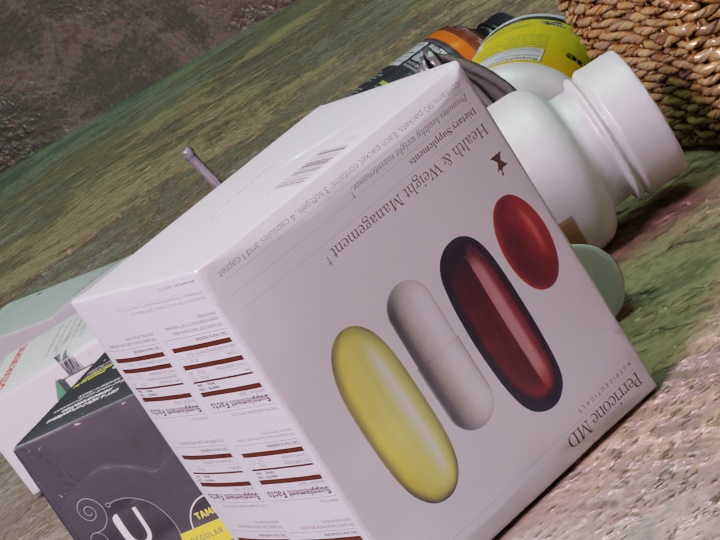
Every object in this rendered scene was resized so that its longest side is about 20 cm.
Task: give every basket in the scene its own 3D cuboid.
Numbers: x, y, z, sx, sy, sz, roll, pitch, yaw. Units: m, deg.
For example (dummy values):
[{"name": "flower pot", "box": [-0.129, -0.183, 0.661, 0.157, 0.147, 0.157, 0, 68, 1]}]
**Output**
[{"name": "basket", "box": [0.236, -0.178, 1.623, 0.143, 0.149, 0.200, -36, 11, -12]}]

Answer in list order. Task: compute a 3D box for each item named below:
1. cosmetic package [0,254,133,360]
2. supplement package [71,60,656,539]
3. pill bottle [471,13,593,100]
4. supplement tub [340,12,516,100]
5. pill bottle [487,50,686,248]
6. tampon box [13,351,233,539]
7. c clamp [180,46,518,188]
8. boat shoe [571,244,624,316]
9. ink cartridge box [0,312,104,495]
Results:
[{"name": "cosmetic package", "box": [-0.264, 0.065, 2.111, 0.200, 0.081, 0.113, -22, 15, 46]}, {"name": "supplement package", "box": [0.003, 0.037, 1.254, 0.191, 0.200, 0.147, -40, 15, -28]}, {"name": "pill bottle", "box": [0.118, -0.101, 1.710, 0.112, 0.113, 0.200, -29, 13, 20]}, {"name": "supplement tub", "box": [0.057, -0.125, 1.976, 0.200, 0.107, 0.107, -36, 12, -18]}, {"name": "pill bottle", "box": [0.098, -0.046, 1.540, 0.200, 0.115, 0.114, -33, 12, 1]}, {"name": "tampon box", "box": [-0.076, 0.082, 1.452, 0.150, 0.126, 0.200, -25, 15, 33]}, {"name": "c clamp", "box": [0.014, -0.069, 1.581, 0.200, 0.171, 0.027, -36, 25, 2]}, {"name": "boat shoe", "box": [0.049, 0.020, 1.412, 0.199, 0.071, 0.064, -4, 5, -8]}, {"name": "ink cartridge box", "box": [-0.181, 0.069, 1.871, 0.200, 0.084, 0.146, -31, 12, 11]}]
